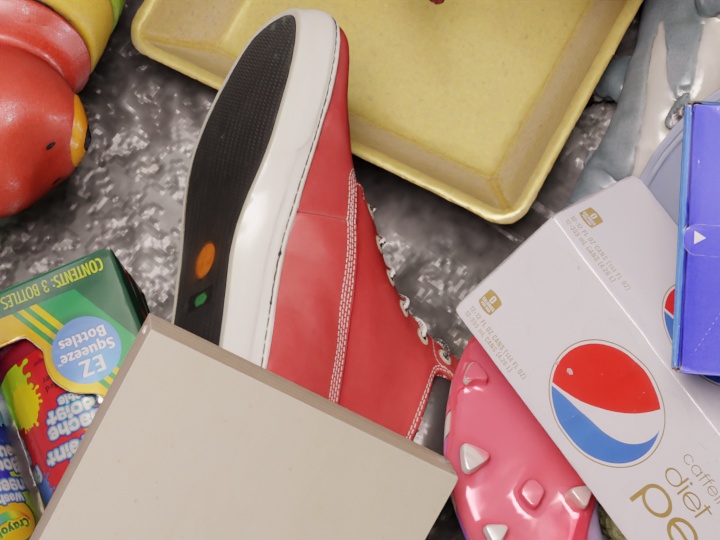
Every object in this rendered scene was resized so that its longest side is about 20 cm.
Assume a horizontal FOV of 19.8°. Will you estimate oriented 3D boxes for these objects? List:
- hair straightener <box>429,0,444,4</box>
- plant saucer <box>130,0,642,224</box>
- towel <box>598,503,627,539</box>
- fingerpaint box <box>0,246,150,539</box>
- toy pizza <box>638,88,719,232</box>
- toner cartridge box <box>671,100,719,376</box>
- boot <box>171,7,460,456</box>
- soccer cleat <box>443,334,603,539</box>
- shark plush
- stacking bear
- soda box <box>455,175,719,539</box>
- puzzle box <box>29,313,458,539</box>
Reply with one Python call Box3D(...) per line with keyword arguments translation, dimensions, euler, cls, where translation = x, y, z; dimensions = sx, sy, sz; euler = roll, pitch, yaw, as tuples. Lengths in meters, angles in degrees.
Box3D(translation=(0.010, -0.212, 0.924), dimensions=(0.077, 0.041, 0.200), euler=(-32, 66, -5), cls="hair straightener")
Box3D(translation=(0.029, -0.136, 0.935), dimensions=(0.200, 0.048, 0.200), euler=(26, 76, 15), cls="plant saucer")
Box3D(translation=(0.176, 0.105, 0.842), dimensions=(0.148, 0.036, 0.200), euler=(-27, 71, -2), cls="towel")
Box3D(translation=(-0.161, 0.108, 0.858), dimensions=(0.199, 0.073, 0.167), euler=(-22, 71, -1), cls="fingerpaint box")
Box3D(translation=(0.189, 0.016, 0.783), dimensions=(0.200, 0.032, 0.201), euler=(12, 111, 33), cls="toy pizza")
Box3D(translation=(0.209, -0.007, 0.700), dimensions=(0.199, 0.043, 0.095), euler=(4, 95, 13), cls="toner cartridge box")
Box3D(translation=(0.000, 0.000, 0.863), dimensions=(0.144, 0.072, 0.201), euler=(18, 71, -29), cls="boot")
Box3D(translation=(0.073, 0.119, 0.827), dimensions=(0.066, 0.077, 0.201), euler=(-10, 70, -8), cls="soccer cleat")
Box3D(translation=(0.131, -0.071, 0.911), dimensions=(0.083, 0.091, 0.200), euler=(26, 90, 39), cls="shark plush")
Box3D(translation=(-0.149, -0.112, 0.879), dimensions=(0.113, 0.122, 0.201), euler=(8, 58, -4), cls="stacking bear")
Box3D(translation=(0.129, 0.066, 0.780), dimensions=(0.064, 0.068, 0.200), euler=(-26, 76, -48), cls="soda box")
Box3D(translation=(-0.068, 0.132, 0.787), dimensions=(0.133, 0.025, 0.200), euler=(27, 99, -14), cls="puzzle box")
